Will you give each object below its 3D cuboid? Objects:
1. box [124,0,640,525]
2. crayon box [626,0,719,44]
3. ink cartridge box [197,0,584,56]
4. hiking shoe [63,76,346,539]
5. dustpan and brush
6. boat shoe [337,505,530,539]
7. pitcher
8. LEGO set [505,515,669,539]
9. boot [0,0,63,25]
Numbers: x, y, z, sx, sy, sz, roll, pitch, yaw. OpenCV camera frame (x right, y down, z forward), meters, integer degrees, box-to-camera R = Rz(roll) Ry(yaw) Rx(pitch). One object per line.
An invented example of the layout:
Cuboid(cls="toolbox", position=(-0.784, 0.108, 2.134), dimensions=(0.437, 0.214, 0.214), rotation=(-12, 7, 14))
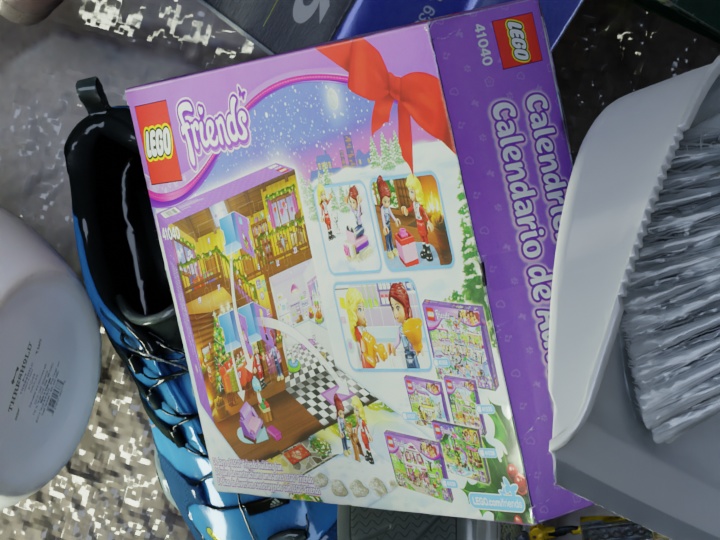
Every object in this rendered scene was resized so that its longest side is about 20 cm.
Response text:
Cuboid(cls="box", position=(0.000, 0.000, 0.774), dimensions=(0.039, 0.200, 0.137), rotation=(-15, 96, -28))
Cuboid(cls="crayon box", position=(0.092, -0.156, 0.852), dimensions=(0.127, 0.051, 0.200), rotation=(-61, 34, 6))
Cuboid(cls="ink cartridge box", position=(0.027, -0.150, 0.851), dimensions=(0.198, 0.047, 0.200), rotation=(-59, 31, 5))
Cuboid(cls="hiking shoe", position=(-0.056, 0.035, 0.900), dimensions=(0.074, 0.087, 0.200), rotation=(-27, 79, 13))
Cuboid(cls="dustpan and brush", position=(0.099, -0.032, 0.708), dimensions=(0.057, 0.140, 0.200), rotation=(-9, 71, 26))
Cuboid(cls="boat shoe", position=(0.037, 0.027, 0.893), dimensions=(0.074, 0.065, 0.202), rotation=(-5, 79, 35))
Cuboid(cls="pitcher", position=(-0.189, -0.002, 0.933), dimensions=(0.200, 0.121, 0.172), rotation=(11, 81, 29))
Cuboid(cls="LEGO set", position=(0.077, 0.137, 0.829), dimensions=(0.200, 0.116, 0.154), rotation=(-31, 115, 17))
Cuboid(cls="boot", position=(-0.120, -0.190, 0.940), dimensions=(0.146, 0.070, 0.200), rotation=(-61, 32, 31))
